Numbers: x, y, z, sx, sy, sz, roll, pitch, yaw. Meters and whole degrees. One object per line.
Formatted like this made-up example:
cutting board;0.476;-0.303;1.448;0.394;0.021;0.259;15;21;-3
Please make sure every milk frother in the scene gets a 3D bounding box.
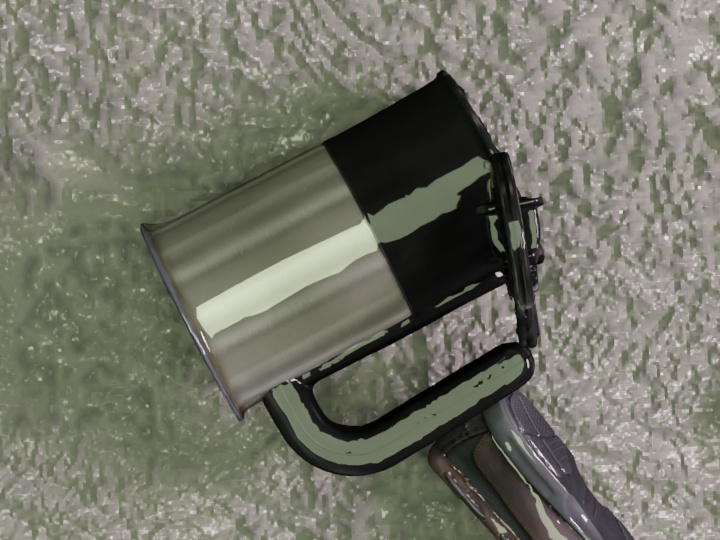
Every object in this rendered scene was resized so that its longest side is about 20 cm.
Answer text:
milk frother;0.000;0.000;1.370;0.188;0.200;0.181;-28;72;-2

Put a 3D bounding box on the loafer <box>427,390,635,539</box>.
loafer;0.114;0.158;1.463;0.063;0.072;0.200;-33;96;19
